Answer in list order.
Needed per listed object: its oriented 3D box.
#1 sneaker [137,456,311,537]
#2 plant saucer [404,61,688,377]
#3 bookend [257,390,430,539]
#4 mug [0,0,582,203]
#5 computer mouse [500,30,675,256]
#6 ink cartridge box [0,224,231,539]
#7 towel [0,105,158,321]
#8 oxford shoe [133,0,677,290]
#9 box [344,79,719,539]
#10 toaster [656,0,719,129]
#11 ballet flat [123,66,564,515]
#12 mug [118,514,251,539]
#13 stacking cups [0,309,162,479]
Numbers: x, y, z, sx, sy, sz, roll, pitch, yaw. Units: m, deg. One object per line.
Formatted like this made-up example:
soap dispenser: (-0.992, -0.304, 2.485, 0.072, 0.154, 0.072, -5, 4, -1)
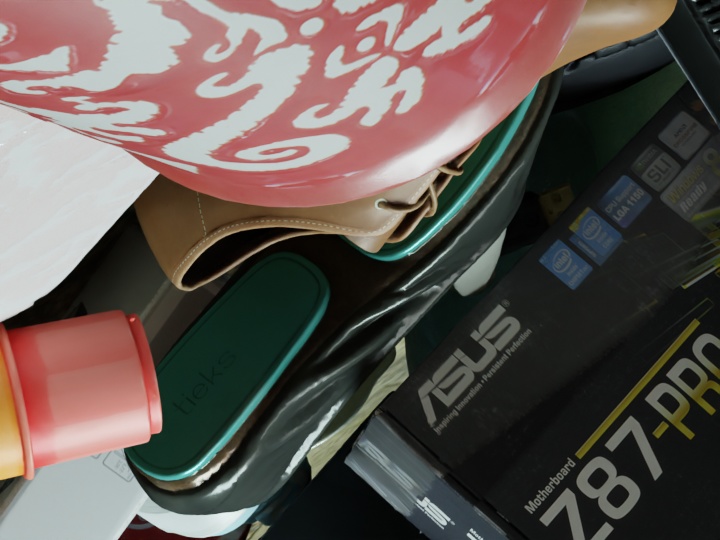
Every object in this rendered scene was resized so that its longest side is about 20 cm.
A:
sneaker: (-0.044, 0.063, 1.114, 0.074, 0.082, 0.200, -52, -164, 6)
plant saucer: (0.070, -0.010, 1.144, 0.039, 0.201, 0.201, 22, 134, -33)
bookend: (-0.022, 0.167, 1.159, 0.199, 0.092, 0.200, -48, 172, -12)
mug: (-0.063, -0.074, 0.529, 0.177, 0.134, 0.200, -37, 165, 15)
computer mouse: (0.079, -0.065, 1.045, 0.200, 0.046, 0.141, -30, 138, -12)
ink cartridge box: (-0.123, 0.075, 1.079, 0.200, 0.045, 0.176, -54, -163, -5)
towel: (-0.123, -0.014, 0.740, 0.200, 0.032, 0.191, -21, 164, -45)
oxford shoe: (0.016, -0.047, 0.917, 0.200, 0.071, 0.071, -23, 163, 29)
box: (0.118, 0.045, 1.012, 0.200, 0.161, 0.049, -44, 172, -27)
toaster: (0.210, -0.080, 0.937, 0.200, 0.181, 0.119, -16, -153, 47)
ballet flat: (0.000, 0.000, 0.984, 0.200, 0.068, 0.068, -47, 145, 5)
mug: (-0.107, 0.140, 1.274, 0.133, 0.178, 0.200, -6, 156, -16)
stacking cups: (-0.159, 0.049, 0.866, 0.200, 0.061, 0.061, -11, 163, -14)
